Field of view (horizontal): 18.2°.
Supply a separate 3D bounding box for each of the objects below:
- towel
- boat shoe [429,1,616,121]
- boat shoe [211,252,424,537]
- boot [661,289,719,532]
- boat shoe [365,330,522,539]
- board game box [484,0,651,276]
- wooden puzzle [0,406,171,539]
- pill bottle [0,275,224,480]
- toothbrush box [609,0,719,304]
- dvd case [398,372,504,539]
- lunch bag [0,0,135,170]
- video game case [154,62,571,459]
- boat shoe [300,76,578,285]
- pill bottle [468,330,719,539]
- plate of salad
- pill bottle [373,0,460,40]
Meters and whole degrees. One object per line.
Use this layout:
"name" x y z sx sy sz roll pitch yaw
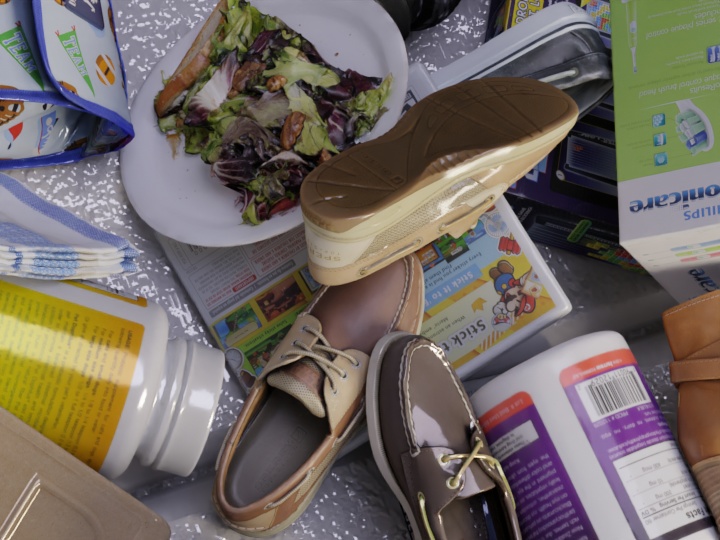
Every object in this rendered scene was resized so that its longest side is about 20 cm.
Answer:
"towel" -0.237 -0.031 1.276 0.146 0.024 0.199 27 15 34
"boat shoe" 0.072 -0.090 1.421 0.072 0.200 0.071 34 24 -51
"boat shoe" -0.024 0.069 1.331 0.075 0.072 0.201 27 86 11
"boot" 0.285 0.070 1.339 0.199 0.077 0.156 -17 68 7
"boat shoe" 0.057 0.131 1.317 0.071 0.059 0.202 -15 93 -36
"board game box" 0.161 -0.109 1.527 0.164 0.057 0.201 16 63 -10
"wooden puzzle" -0.227 0.170 1.238 0.200 0.046 0.186 38 74 -24
"pill bottle" -0.184 0.055 1.301 0.199 0.109 0.110 18 63 -11
"toothbrush box" 0.222 -0.088 1.418 0.146 0.086 0.201 38 48 -54
"dvd case" 0.103 0.162 1.405 0.149 0.025 0.201 -10 72 -24
"lunch bag" -0.239 -0.155 1.371 0.199 0.124 0.171 1 66 -33
"video game case" 0.000 0.000 1.385 0.199 0.023 0.183 -32 79 3
"boat shoe" 0.045 -0.055 1.334 0.199 0.065 0.071 -26 47 -28
"pill bottle" 0.151 0.148 1.351 0.111 0.111 0.201 -18 75 -25
"plate of salad" -0.065 -0.104 1.389 0.199 0.048 0.201 -14 52 18
"pill bottle" 0.039 -0.233 1.505 0.112 0.112 0.200 37 60 -1
